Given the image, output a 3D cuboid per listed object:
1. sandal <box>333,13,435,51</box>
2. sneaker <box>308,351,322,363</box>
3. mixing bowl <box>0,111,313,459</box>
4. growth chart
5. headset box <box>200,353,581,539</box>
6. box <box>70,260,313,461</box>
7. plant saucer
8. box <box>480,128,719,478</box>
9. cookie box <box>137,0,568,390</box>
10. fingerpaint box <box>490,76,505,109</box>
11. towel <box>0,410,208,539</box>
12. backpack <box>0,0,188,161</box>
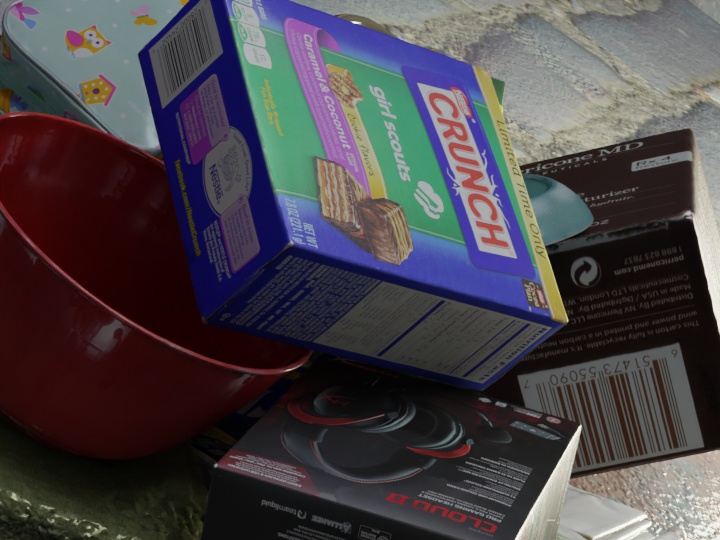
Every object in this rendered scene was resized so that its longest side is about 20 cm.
[{"bbox_3d":[0.040,-0.111,1.486,0.054,0.081,0.200,-9,-28,45],"label":"sandal"},{"bbox_3d":[-0.017,0.036,1.366,0.080,0.077,0.200,55,0,41],"label":"sneaker"},{"bbox_3d":[-0.134,0.022,1.153,0.200,0.109,0.200,32,20,-13],"label":"mixing bowl"},{"bbox_3d":[0.097,0.141,1.372,0.199,0.018,0.144,19,13,34],"label":"growth chart"},{"bbox_3d":[0.015,0.121,1.124,0.148,0.075,0.200,16,20,13],"label":"headset box"},{"bbox_3d":[-0.087,0.060,1.276,0.199,0.064,0.070,32,-18,-4],"label":"box"},{"bbox_3d":[0.046,-0.034,1.434,0.199,0.028,0.200,-7,10,1],"label":"plant saucer"},{"bbox_3d":[0.164,0.023,1.537,0.200,0.165,0.165,-69,144,-69],"label":"box"},{"bbox_3d":[-0.002,-0.043,1.174,0.199,0.075,0.172,15,48,-42],"label":"cookie box"},{"bbox_3d":[-0.027,-0.105,1.599,0.166,0.074,0.199,14,-13,-43],"label":"fingerpaint box"},{"bbox_3d":[-0.156,0.100,1.159,0.199,0.037,0.149,23,23,-31],"label":"towel"},{"bbox_3d":[-0.132,-0.101,1.395,0.176,0.154,0.200,40,44,19],"label":"backpack"}]
